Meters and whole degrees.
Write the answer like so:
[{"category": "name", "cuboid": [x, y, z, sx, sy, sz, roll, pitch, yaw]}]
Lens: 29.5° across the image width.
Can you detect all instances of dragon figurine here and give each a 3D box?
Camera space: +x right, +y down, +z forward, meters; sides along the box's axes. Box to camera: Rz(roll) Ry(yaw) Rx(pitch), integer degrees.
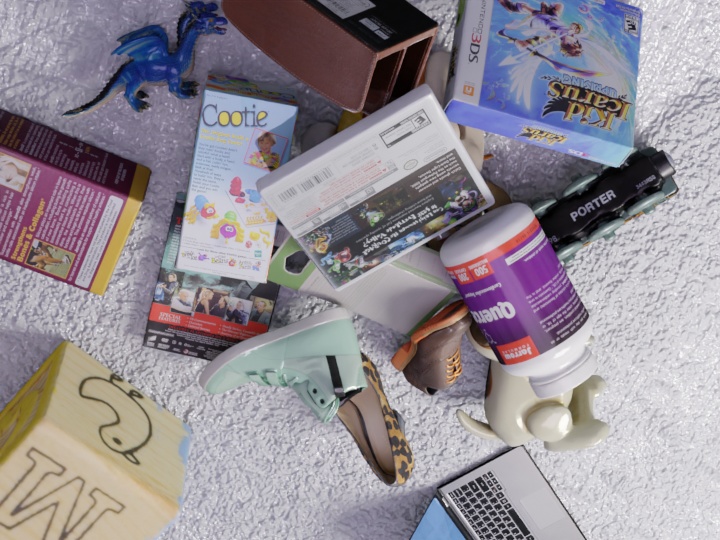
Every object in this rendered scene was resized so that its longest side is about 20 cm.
[{"category": "dragon figurine", "cuboid": [-0.233, -0.229, 1.478, 0.199, 0.059, 0.100, -13, 116, 3]}]

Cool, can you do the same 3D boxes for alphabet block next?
[{"category": "alphabet block", "cuboid": [-0.341, 0.243, 1.631, 0.200, 0.196, 0.196, 38, 107, -19]}]

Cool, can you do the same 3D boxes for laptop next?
[{"category": "laptop", "cuboid": [0.172, 0.361, 1.747, 0.200, 0.116, 0.188, -30, 114, 12]}]

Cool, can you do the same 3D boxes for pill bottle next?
[{"category": "pill bottle", "cuboid": [0.177, 0.035, 1.486, 0.112, 0.112, 0.200, -28, 98, 11]}]

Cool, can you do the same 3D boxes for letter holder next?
[{"category": "letter holder", "cuboid": [-0.042, -0.232, 1.397, 0.200, 0.100, 0.142, 39, 135, 21]}]

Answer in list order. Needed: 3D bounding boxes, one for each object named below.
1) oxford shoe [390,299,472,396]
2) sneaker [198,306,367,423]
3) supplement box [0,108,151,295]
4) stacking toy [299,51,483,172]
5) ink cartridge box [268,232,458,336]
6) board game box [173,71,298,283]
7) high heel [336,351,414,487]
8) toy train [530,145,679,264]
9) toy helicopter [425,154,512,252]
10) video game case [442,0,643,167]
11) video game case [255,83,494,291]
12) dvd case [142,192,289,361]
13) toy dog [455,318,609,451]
[{"category": "oxford shoe", "cuboid": [0.098, 0.091, 1.583, 0.071, 0.200, 0.073, -35, 81, -22]}, {"category": "sneaker", "cuboid": [-0.089, 0.132, 1.597, 0.200, 0.074, 0.119, -23, 75, 13]}, {"category": "supplement box", "cuboid": [-0.351, -0.078, 1.523, 0.199, 0.103, 0.131, 23, 113, -13]}, {"category": "stacking toy", "cuboid": [0.027, -0.150, 1.509, 0.199, 0.146, 0.147, -11, 117, 23]}, {"category": "ink cartridge box", "cuboid": [0.000, 0.000, 1.562, 0.199, 0.048, 0.146, 23, 152, -10]}, {"category": "board game box", "cuboid": [-0.136, -0.103, 1.506, 0.104, 0.103, 0.201, 10, 108, -7]}, {"category": "high heel", "cuboid": [-0.006, 0.165, 1.630, 0.071, 0.143, 0.200, -37, 111, 16]}, {"category": "toy train", "cuboid": [0.268, -0.071, 1.545, 0.200, 0.114, 0.085, -33, 79, 16]}, {"category": "toy helicopter", "cuboid": [0.078, -0.072, 1.554, 0.199, 0.079, 0.133, 4, 99, -12]}, {"category": "video game case", "cuboid": [0.195, -0.219, 1.440, 0.199, 0.182, 0.045, 14, 155, -9]}, {"category": "video game case", "cuboid": [0.019, -0.081, 1.413, 0.200, 0.023, 0.182, -29, 135, 7]}, {"category": "dvd case", "cuboid": [-0.168, 0.016, 1.621, 0.145, 0.022, 0.201, 12, 116, -8]}, {"category": "toy dog", "cuboid": [0.192, 0.100, 1.627, 0.193, 0.140, 0.201, -13, 116, 24]}]
